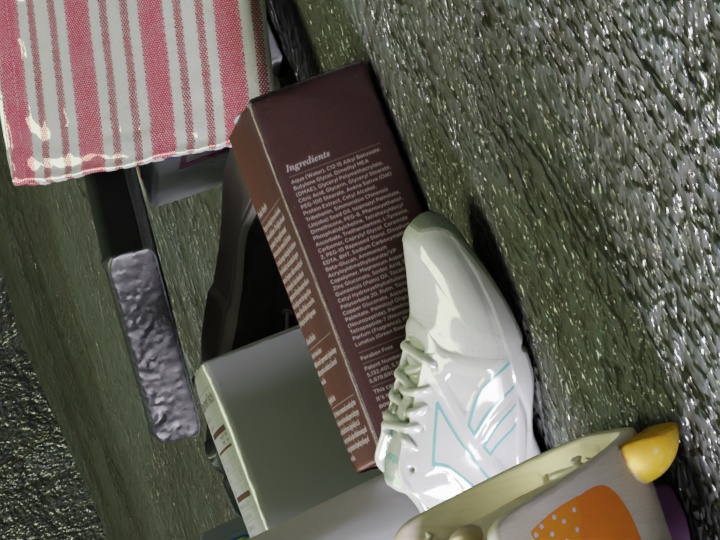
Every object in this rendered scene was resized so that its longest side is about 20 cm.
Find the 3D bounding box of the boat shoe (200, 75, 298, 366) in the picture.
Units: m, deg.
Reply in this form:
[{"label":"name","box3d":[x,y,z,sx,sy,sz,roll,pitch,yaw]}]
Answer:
[{"label":"boat shoe","box3d":[-0.053,-0.023,1.785,0.067,0.057,0.201,-127,45,-60]}]

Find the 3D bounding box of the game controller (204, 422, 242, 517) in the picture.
[{"label":"game controller","box3d":[-0.071,0.066,1.958,0.105,0.042,0.201,65,-158,-47]}]

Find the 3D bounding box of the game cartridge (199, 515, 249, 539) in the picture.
[{"label":"game cartridge","box3d":[-0.035,0.181,1.897,0.041,0.133,0.200,64,170,-13]}]

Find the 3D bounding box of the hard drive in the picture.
[{"label":"hard drive","box3d":[-0.140,-0.006,1.811,0.200,0.033,0.140,-109,6,-55]}]

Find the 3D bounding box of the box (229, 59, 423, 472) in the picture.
[{"label":"box","box3d":[0.000,0.000,1.568,0.100,0.075,0.201,139,109,-79]}]

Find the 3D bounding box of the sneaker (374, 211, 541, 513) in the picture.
[{"label":"sneaker","box3d":[0.045,0.070,1.454,0.070,0.080,0.201,-133,26,-67]}]

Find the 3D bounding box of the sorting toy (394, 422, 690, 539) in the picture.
[{"label":"sorting toy","box3d":[0.114,0.166,1.263,0.181,0.106,0.200,63,169,0]}]

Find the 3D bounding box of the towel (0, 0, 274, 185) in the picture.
[{"label":"towel","box3d":[-0.132,-0.132,1.722,0.030,0.199,0.147,-2,-96,-57]}]

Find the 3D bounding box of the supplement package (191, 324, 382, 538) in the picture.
[{"label":"supplement package","box3d":[-0.009,0.130,1.720,0.117,0.116,0.201,132,118,-80]}]

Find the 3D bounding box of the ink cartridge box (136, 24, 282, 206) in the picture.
[{"label":"ink cartridge box","box3d":[-0.117,-0.145,1.846,0.200,0.084,0.145,110,139,-71]}]

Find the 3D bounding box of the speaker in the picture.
[{"label":"speaker","box3d":[-0.014,0.165,1.593,0.081,0.199,0.081,58,164,27]}]
